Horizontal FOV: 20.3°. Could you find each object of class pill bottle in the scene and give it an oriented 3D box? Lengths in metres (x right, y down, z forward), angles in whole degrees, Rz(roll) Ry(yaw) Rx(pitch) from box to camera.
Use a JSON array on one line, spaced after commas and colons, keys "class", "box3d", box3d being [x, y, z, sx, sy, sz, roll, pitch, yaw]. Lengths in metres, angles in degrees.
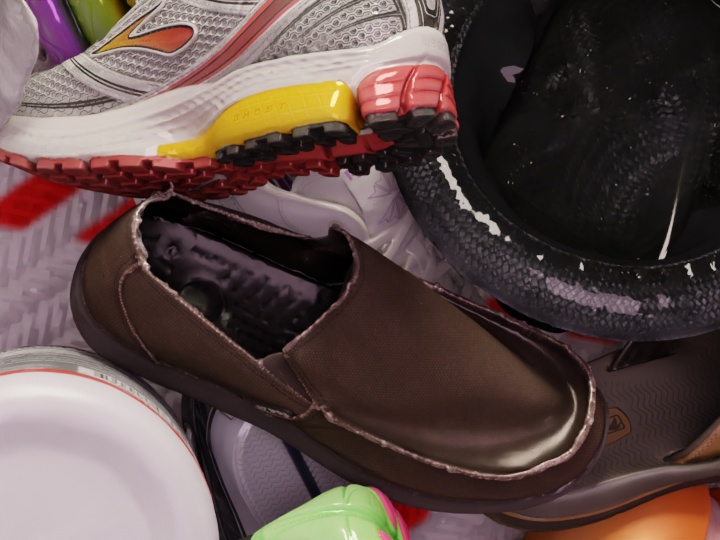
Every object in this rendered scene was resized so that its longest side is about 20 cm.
[{"class": "pill bottle", "box3d": [-0.112, 0.087, 0.711, 0.115, 0.200, 0.117, 0, 91, -8]}]

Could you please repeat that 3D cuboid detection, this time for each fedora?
[{"class": "fedora", "box3d": [0.097, -0.046, 0.772, 0.199, 0.092, 0.202, 3, 60, -5]}]

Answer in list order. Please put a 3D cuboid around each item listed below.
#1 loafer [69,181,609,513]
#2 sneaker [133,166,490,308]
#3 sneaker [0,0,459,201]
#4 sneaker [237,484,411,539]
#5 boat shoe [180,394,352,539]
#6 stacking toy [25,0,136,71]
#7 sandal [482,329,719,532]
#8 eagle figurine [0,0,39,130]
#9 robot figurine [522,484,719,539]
[{"class": "loafer", "box3d": [-0.005, 0.028, 0.698, 0.198, 0.071, 0.074, 17, 64, -4]}, {"class": "sneaker", "box3d": [0.000, 0.000, 0.771, 0.200, 0.100, 0.075, 40, 55, -7]}, {"class": "sneaker", "box3d": [-0.051, -0.070, 0.697, 0.199, 0.078, 0.083, -7, 79, 33]}, {"class": "sneaker", "box3d": [-0.007, 0.163, 0.736, 0.083, 0.077, 0.201, -12, 119, 4]}, {"class": "boat shoe", "box3d": [-0.013, 0.119, 0.793, 0.072, 0.071, 0.201, -26, 114, -19]}, {"class": "stacking toy", "box3d": [-0.095, -0.108, 0.768, 0.199, 0.110, 0.117, -25, 79, 5]}, {"class": "sandal", "box3d": [0.127, 0.037, 0.759, 0.198, 0.082, 0.055, -15, 135, -14]}, {"class": "eagle figurine", "box3d": [-0.140, -0.167, 0.698, 0.151, 0.151, 0.200, 29, 60, 12]}, {"class": "robot figurine", "box3d": [0.140, 0.149, 0.789, 0.199, 0.144, 0.117, 32, 48, -7]}]
